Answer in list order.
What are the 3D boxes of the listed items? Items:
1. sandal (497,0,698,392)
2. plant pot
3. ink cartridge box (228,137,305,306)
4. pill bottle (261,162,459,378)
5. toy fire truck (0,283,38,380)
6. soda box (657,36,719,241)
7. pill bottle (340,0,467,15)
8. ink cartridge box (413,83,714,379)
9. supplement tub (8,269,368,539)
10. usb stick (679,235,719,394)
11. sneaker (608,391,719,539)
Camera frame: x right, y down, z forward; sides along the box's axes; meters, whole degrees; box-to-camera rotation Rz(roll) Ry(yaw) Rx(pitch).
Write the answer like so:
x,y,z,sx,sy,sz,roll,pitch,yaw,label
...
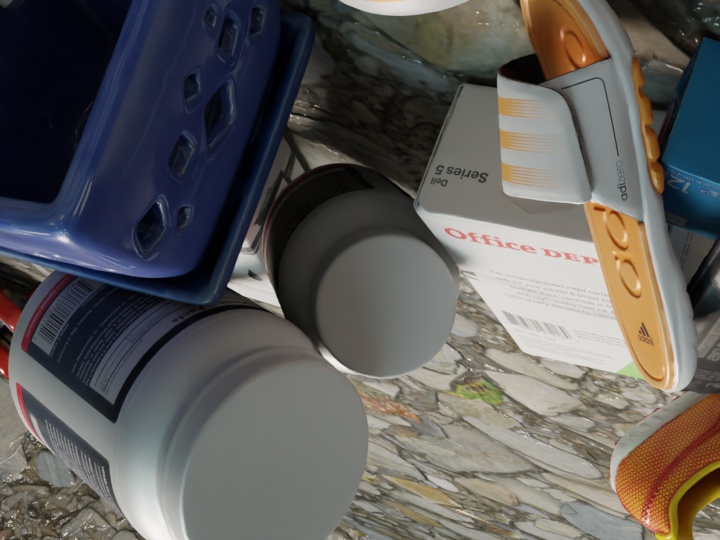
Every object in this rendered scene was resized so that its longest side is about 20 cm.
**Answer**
x,y,z,sx,sy,sz,roll,pitch,yaw,label
0.100,-0.034,0.643,0.079,0.059,0.209,-164,55,-73,sandal
-0.144,-0.094,0.748,0.198,0.203,0.180,13,167,28,plant pot
-0.118,-0.061,1.001,0.143,0.084,0.200,16,162,21,ink cartridge box
0.000,0.000,0.874,0.110,0.112,0.200,26,-174,-13,pill bottle
-0.452,0.061,1.809,0.167,0.112,0.200,38,166,15,toy fire truck
0.234,-0.032,0.651,0.198,0.069,0.064,21,164,5,soda box
-0.011,-0.180,0.440,0.112,0.114,0.200,12,161,31,pill bottle
0.137,-0.013,0.808,0.144,0.085,0.200,12,160,30,ink cartridge box
-0.102,0.075,0.811,0.199,0.141,0.140,27,172,47,supplement tub
0.180,0.015,0.673,0.055,0.033,0.200,8,157,2,usb stick
0.230,0.075,0.785,0.077,0.200,0.073,50,-171,37,sneaker
